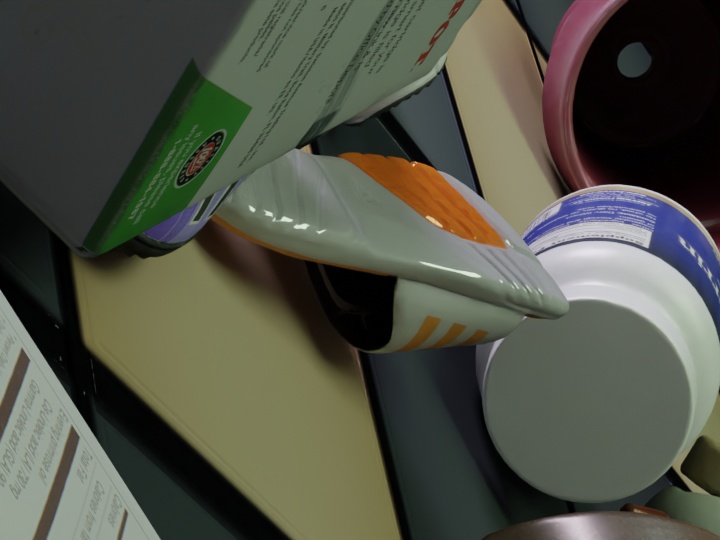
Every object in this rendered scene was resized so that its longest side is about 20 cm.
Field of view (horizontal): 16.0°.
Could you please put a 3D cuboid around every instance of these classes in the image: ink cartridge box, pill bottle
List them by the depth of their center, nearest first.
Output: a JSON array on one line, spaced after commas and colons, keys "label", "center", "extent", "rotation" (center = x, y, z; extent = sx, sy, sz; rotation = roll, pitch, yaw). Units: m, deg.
[{"label": "ink cartridge box", "center": [-0.021, -0.107, 0.765], "extent": [0.083, 0.147, 0.200], "rotation": [42, 34, 11]}, {"label": "pill bottle", "center": [0.115, 0.034, 1.215], "extent": [0.116, 0.115, 0.200], "rotation": [62, 15, -8]}]

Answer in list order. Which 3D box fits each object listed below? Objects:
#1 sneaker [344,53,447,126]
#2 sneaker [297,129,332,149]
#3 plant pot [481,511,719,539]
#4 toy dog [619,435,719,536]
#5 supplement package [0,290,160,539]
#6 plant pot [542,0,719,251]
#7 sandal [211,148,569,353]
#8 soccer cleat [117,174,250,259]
[{"label": "sneaker", "center": [0.004, -0.146, 1.224], "extent": [0.080, 0.074, 0.200], "rotation": [56, 16, -20]}, {"label": "sneaker", "center": [-0.010, -0.138, 0.993], "extent": [0.076, 0.200, 0.116], "rotation": [-33, 84, -40]}, {"label": "plant pot", "center": [0.078, 0.185, 0.708], "extent": [0.200, 0.200, 0.199], "rotation": [53, 9, -36]}, {"label": "toy dog", "center": [0.189, 0.150, 1.172], "extent": [0.096, 0.199, 0.133], "rotation": [21, 83, -56]}, {"label": "supplement package", "center": [-0.124, 0.025, 0.389], "extent": [0.201, 0.113, 0.110], "rotation": [60, 15, -19]}, {"label": "plant pot", "center": [0.208, -0.123, 1.704], "extent": [0.200, 0.199, 0.179], "rotation": [59, 0, -18]}, {"label": "sandal", "center": [-0.004, -0.006, 0.998], "extent": [0.206, 0.059, 0.079], "rotation": [13, 32, -46]}, {"label": "soccer cleat", "center": [-0.045, -0.065, 0.871], "extent": [0.068, 0.073, 0.200], "rotation": [54, 23, -7]}]
